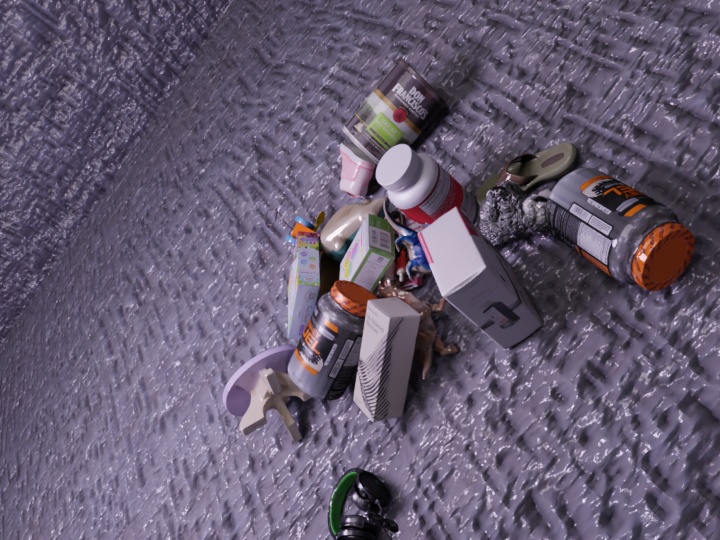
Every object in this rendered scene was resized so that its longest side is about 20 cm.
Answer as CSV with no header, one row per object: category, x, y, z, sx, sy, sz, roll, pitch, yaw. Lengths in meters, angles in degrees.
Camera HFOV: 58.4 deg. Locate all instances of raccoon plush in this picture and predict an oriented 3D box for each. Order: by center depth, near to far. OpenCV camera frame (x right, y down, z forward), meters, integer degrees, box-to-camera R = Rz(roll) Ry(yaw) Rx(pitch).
raccoon plush,0.273,-0.058,1.120,0.134,0.096,0.202,45,131,37

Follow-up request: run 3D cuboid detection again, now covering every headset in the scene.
headset,-0.004,0.398,1.073,0.199,0.093,0.125,-5,61,58

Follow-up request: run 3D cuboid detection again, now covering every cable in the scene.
cable,0.074,-0.050,1.281,0.096,0.050,0.203,-27,49,40

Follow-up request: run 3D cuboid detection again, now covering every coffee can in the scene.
coffee can,0.075,-0.346,1.447,0.200,0.146,0.147,-48,39,13

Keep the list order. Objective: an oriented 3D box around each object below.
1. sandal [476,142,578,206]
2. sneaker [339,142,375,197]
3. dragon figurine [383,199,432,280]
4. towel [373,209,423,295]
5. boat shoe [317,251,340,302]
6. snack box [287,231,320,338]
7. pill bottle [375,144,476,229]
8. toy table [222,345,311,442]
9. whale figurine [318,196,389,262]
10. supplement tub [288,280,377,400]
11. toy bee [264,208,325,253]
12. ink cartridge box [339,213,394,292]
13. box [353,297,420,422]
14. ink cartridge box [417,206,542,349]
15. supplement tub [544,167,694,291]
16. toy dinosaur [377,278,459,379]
sandal,0.293,-0.181,1.169,0.199,0.057,0.081,-30,46,31
sneaker,-0.019,-0.237,1.532,0.201,0.074,0.106,-114,39,-64
dragon figurine,0.117,-0.048,1.189,0.098,0.059,0.203,-24,79,2
towel,0.079,-0.047,1.335,0.145,0.030,0.203,-13,56,41
boat shoe,-0.068,0.025,1.415,0.202,0.070,0.070,-82,14,-45
snack box,-0.125,0.036,1.398,0.201,0.052,0.144,106,162,-50
pill bottle,0.123,-0.147,1.216,0.111,0.199,0.114,-27,47,32
toy table,-0.171,0.246,1.303,0.199,0.185,0.117,-38,36,-11
whale figurine,-0.002,-0.084,1.367,0.199,0.104,0.160,-25,26,48
supplement tub,-0.046,0.129,1.207,0.202,0.121,0.123,-64,36,17
toy bee,-0.124,-0.089,1.526,0.131,0.108,0.201,-46,50,15
ink cartridge box,0.000,0.000,1.281,0.105,0.058,0.201,-89,23,-48
box,0.044,0.156,1.132,0.082,0.067,0.204,35,123,54
ink cartridge box,0.193,0.015,1.032,0.084,0.200,0.147,-34,43,17
supplement tub,0.376,-0.061,0.947,0.123,0.122,0.200,-51,39,8
toy dinosaur,0.101,0.108,1.170,0.135,0.085,0.203,-28,59,42
